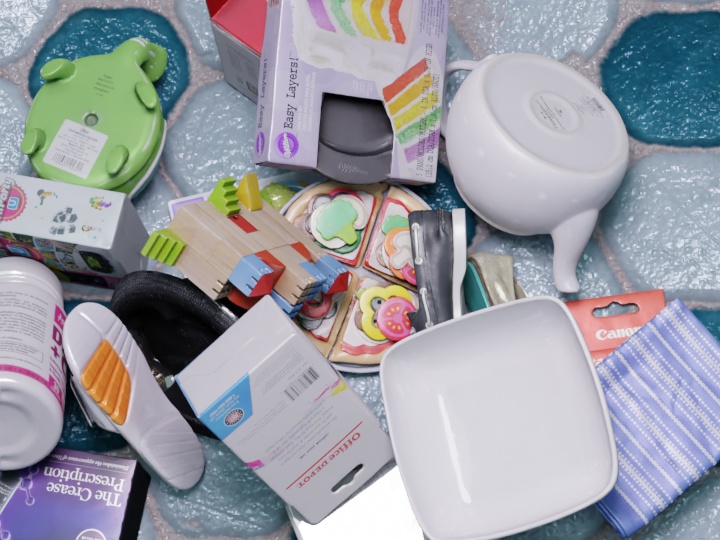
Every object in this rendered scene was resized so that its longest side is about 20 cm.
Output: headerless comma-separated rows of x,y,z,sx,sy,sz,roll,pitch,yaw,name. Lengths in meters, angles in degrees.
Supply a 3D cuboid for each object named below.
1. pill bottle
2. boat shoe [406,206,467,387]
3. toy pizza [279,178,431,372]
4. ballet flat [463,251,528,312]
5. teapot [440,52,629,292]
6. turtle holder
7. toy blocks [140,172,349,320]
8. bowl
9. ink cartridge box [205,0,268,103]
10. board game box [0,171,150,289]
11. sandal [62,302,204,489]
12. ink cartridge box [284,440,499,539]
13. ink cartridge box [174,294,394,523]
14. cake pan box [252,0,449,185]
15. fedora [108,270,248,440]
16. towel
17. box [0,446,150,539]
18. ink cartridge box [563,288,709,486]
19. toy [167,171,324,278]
-0.334,0.083,1.576,0.112,0.114,0.201,-9,37,0,pill bottle
0.074,0.040,1.611,0.060,0.076,0.202,0,89,6,boat shoe
0.000,0.000,1.645,0.198,0.032,0.202,2,78,-8,toy pizza
0.151,0.071,1.620,0.062,0.067,0.202,-6,69,-23,ballet flat
0.158,-0.110,1.649,0.196,0.146,0.201,23,45,-9,teapot
-0.265,-0.149,1.688,0.139,0.132,0.187,-6,69,2,turtle holder
-0.094,-0.006,1.545,0.136,0.200,0.100,39,110,14,toy blocks
0.131,0.140,1.517,0.198,0.075,0.202,-19,74,14,bowl
-0.058,-0.284,1.702,0.084,0.176,0.200,35,76,16,ink cartridge box
-0.319,-0.041,1.643,0.198,0.148,0.065,10,72,7,board game box
-0.230,0.130,1.592,0.208,0.059,0.079,58,44,-14,sandal
0.045,0.276,1.558,0.175,0.045,0.201,-22,70,-4,ink cartridge box
-0.063,0.131,1.513,0.115,0.200,0.068,-40,41,-1,ink cartridge box
-0.008,-0.185,1.635,0.182,0.052,0.202,7,87,-20,cake pan box
-0.145,0.066,1.606,0.200,0.202,0.092,33,45,14,fedora
0.272,0.136,1.555,0.199,0.024,0.145,-38,73,-10,towel
-0.314,0.240,1.577,0.198,0.079,0.143,8,73,6,box
0.263,0.112,1.603,0.108,0.050,0.202,-7,70,1,ink cartridge box
-0.090,-0.048,1.684,0.198,0.047,0.116,-15,71,-2,toy
